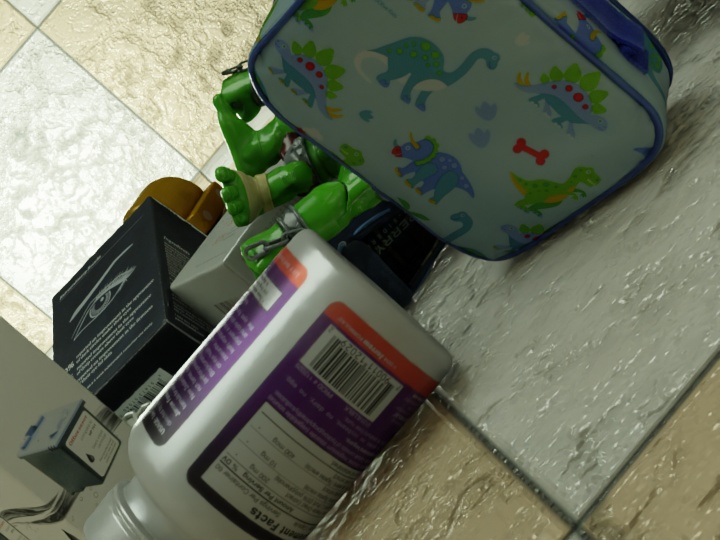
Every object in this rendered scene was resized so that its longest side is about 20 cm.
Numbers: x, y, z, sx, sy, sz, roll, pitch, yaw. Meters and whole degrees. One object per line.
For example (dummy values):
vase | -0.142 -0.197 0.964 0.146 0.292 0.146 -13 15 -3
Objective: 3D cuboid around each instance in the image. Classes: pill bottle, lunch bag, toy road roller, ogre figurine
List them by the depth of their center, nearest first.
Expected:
lunch bag | 0.056 -0.107 0.627 0.161 0.199 0.083 -39 23 41
pill bottle | -0.053 0.087 0.640 0.200 0.111 0.111 -49 13 1
ogre figurine | -0.034 -0.086 0.805 0.119 0.099 0.200 -20 25 6
toy road roller | -0.188 -0.062 1.412 0.200 0.146 0.123 -42 15 28

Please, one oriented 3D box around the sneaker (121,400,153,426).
sneaker | -0.179 0.147 0.933 0.200 0.087 0.075 -45 19 17

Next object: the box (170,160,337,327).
box | -0.035 -0.038 0.934 0.201 0.106 0.152 -54 14 -20

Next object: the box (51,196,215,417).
box | -0.185 0.057 1.039 0.148 0.104 0.201 -43 33 17

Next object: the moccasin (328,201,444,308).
moccasin | 0.000 0.000 0.779 0.201 0.080 0.068 -56 19 -22

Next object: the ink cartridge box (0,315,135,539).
ink cartridge box | -0.219 0.142 0.830 0.146 0.200 0.086 -32 21 52
